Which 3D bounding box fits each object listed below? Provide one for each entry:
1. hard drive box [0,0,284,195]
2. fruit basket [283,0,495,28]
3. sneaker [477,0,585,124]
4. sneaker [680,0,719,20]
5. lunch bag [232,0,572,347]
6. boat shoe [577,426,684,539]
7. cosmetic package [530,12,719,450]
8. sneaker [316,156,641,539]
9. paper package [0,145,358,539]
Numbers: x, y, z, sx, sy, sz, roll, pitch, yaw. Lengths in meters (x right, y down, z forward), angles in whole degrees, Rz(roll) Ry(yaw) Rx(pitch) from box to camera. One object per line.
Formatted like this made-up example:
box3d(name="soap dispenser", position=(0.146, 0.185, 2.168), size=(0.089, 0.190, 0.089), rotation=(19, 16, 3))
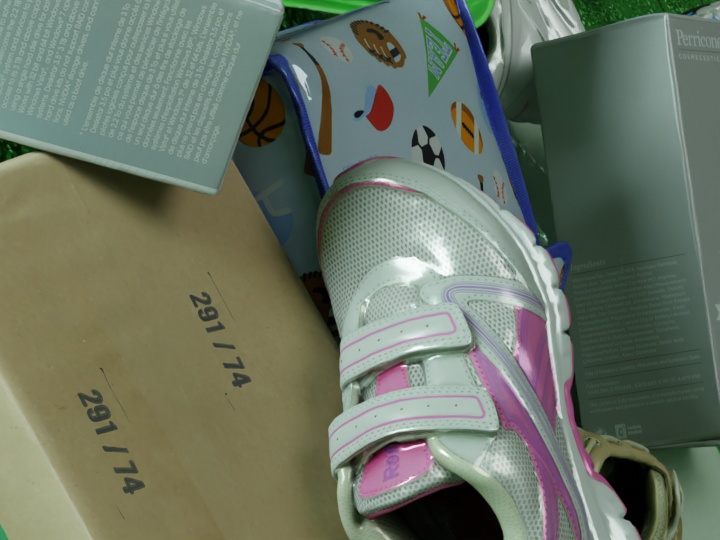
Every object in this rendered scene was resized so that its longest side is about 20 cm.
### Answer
box3d(name="hard drive box", position=(-0.135, -0.118, 0.935), size=(0.199, 0.077, 0.156), rotation=(16, 27, -14))
box3d(name="fruit basket", position=(-0.002, -0.210, 1.134), size=(0.155, 0.216, 0.216), rotation=(8, 49, -9))
box3d(name="sneaker", position=(0.037, -0.161, 1.303), size=(0.099, 0.078, 0.201), rotation=(-17, 76, -52))
box3d(name="sneaker", position=(0.191, -0.095, 1.432), size=(0.200, 0.075, 0.087), rotation=(-9, 82, -68))
box3d(name="lunch bag", position=(0.000, 0.000, 1.082), size=(0.170, 0.123, 0.201), rotation=(-28, 102, -58))
box3d(name="boat shoe", position=(0.102, 0.102, 1.124), size=(0.201, 0.063, 0.073), rotation=(42, 65, -59))
box3d(name="cosmetic package", position=(0.152, -0.017, 1.273), size=(0.107, 0.090, 0.201), rotation=(-4, 88, -52))
box3d(name="sneaker", position=(0.030, 0.051, 0.922), size=(0.088, 0.081, 0.201), rotation=(-1, 63, -54))
box3d(name="paper package", position=(-0.090, 0.061, 0.924), size=(0.190, 0.103, 0.201), rotation=(-24, 83, -57))
